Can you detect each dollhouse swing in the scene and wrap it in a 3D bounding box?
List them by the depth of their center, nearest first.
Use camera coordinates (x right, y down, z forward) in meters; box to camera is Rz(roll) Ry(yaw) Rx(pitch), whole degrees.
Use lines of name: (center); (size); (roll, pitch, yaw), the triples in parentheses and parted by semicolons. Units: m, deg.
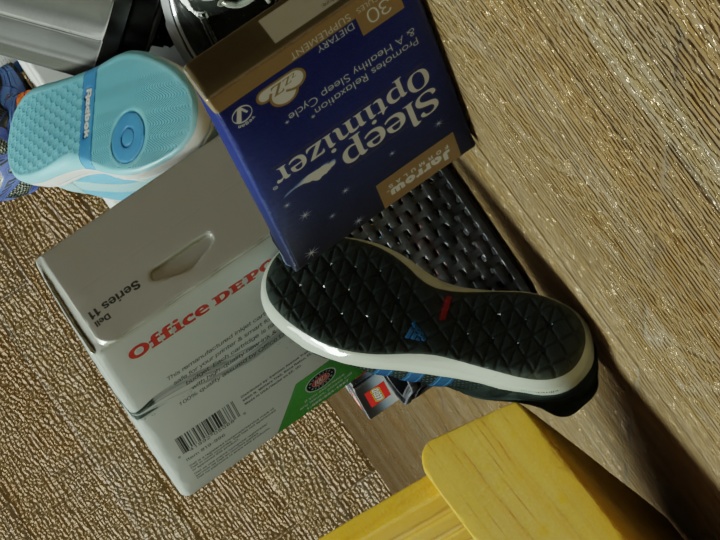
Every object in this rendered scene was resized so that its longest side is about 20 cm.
dollhouse swing: (0.096, 0.198, 1.571); (0.182, 0.176, 0.200); (52, -172, 38)

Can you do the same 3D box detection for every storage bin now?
storage bin: (0.011, -0.030, 1.670); (0.201, 0.093, 0.135); (57, 175, 5)

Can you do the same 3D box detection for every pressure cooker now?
pressure cooker: (-0.181, -0.209, 1.730); (0.199, 0.180, 0.176); (15, -168, -8)

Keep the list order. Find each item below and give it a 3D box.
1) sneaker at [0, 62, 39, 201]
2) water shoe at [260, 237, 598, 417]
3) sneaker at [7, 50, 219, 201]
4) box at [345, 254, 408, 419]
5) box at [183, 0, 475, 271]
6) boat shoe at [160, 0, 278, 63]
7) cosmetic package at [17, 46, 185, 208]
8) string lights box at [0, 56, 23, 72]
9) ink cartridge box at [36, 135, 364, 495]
sneaker: (-0.250, -0.091, 1.911); (0.076, 0.078, 0.200); (59, 175, -12)
water shoe: (0.037, 0.041, 1.550); (0.199, 0.072, 0.079); (17, 158, 22)
sneaker: (-0.116, -0.081, 1.707); (0.130, 0.080, 0.199); (13, 172, -37)
box: (0.000, 0.000, 1.839); (0.200, 0.110, 0.035); (50, 172, 43)
box: (-0.008, -0.075, 1.432); (0.032, 0.121, 0.200); (51, 173, 32)
boat shoe: (-0.079, -0.184, 1.633); (0.068, 0.073, 0.201); (41, 145, 57)
cosmetic package: (-0.132, -0.133, 1.919); (0.167, 0.167, 0.200); (54, 173, 34)
string lights box: (-0.224, -0.222, 2.021); (0.103, 0.199, 0.059); (58, 173, -11)
ink cartridge box: (-0.091, 0.027, 1.658); (0.083, 0.146, 0.200); (52, 172, 30)
